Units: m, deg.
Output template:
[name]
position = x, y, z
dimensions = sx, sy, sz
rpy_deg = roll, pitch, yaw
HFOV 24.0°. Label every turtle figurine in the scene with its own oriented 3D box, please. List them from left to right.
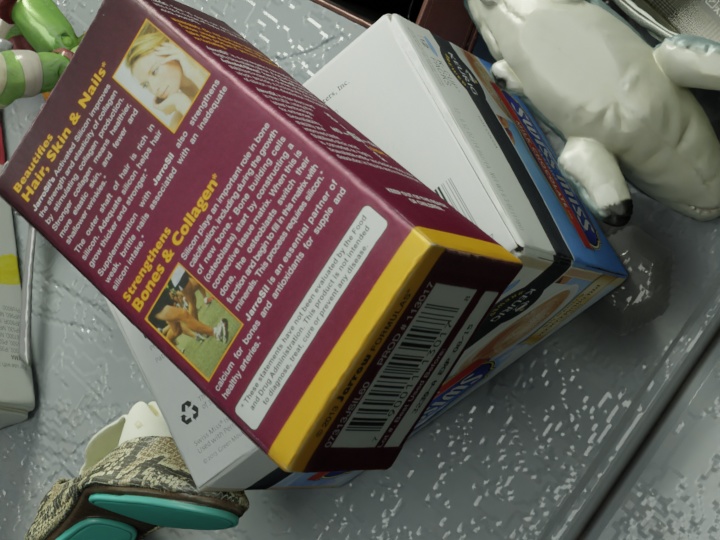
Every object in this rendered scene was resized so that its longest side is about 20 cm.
[turtle figurine]
position = -0.197, -0.091, 0.942
dimensions = 0.200, 0.144, 0.195
rpy_deg = -42, 60, 15

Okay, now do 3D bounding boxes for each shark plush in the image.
[shark plush]
position = 0.085, -0.090, 0.771
dimensions = 0.199, 0.083, 0.092
rpy_deg = 31, 96, 11

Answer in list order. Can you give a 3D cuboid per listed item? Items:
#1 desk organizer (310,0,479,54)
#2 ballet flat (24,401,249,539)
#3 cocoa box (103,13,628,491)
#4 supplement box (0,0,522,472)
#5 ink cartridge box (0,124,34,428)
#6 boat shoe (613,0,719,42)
[desk organizer]
position = 0.040, -0.210, 0.820
dimensions = 0.072, 0.076, 0.202
rpy_deg = 46, 120, 55
[ballet flat]
position = -0.119, 0.108, 0.881
dimensions = 0.199, 0.067, 0.076
rpy_deg = -29, 47, 52
[cocoa box]
position = 0.000, 0.000, 0.813
dimensions = 0.199, 0.131, 0.134
rpy_deg = -37, 67, 21
[supplement box]
position = -0.046, -0.019, 0.716
dimensions = 0.200, 0.085, 0.111
rpy_deg = 41, 105, 27
[ink cartridge box]
position = -0.282, 0.003, 1.012
dimensions = 0.144, 0.083, 0.203
rpy_deg = -19, 73, 27
[boat shoe]
position = 0.133, -0.162, 0.793
dimensions = 0.072, 0.071, 0.200
rpy_deg = -51, 60, 15
